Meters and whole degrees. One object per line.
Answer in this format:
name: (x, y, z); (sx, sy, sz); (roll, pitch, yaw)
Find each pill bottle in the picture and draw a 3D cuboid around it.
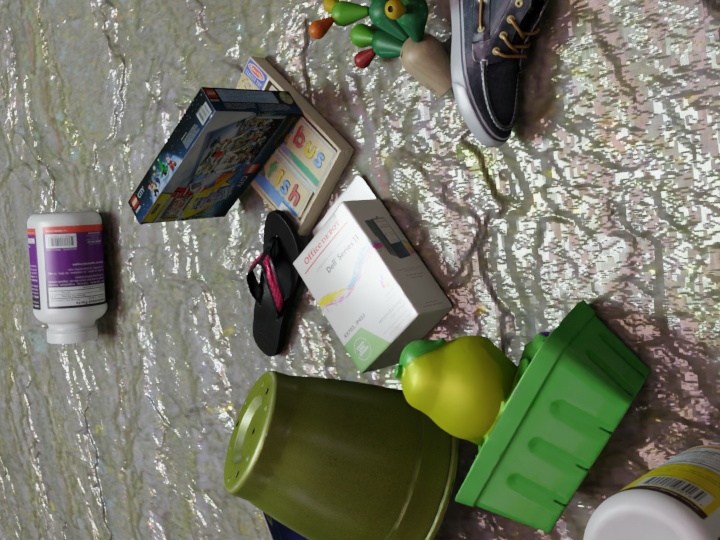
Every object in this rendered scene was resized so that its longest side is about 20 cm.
pill bottle: (-0.455, 0.009, 1.412); (0.112, 0.112, 0.201); (3, 97, 42)
pill bottle: (0.268, 0.205, 0.721); (0.109, 0.200, 0.110); (6, 99, 41)

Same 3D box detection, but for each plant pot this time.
plant pot: (-0.032, 0.196, 0.942); (0.201, 0.192, 0.201); (-57, 20, 34)

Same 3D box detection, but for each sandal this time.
sandal: (-0.114, 0.022, 1.134); (0.075, 0.045, 0.201); (34, 123, 40)

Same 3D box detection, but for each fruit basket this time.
fruit basket: (0.138, 0.120, 0.857); (0.215, 0.155, 0.217); (8, 107, 27)

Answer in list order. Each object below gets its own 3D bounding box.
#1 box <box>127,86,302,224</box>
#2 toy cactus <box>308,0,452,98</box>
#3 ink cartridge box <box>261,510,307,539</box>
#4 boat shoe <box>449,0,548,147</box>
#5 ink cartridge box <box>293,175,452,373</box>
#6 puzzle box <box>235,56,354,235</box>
box: (-0.177, -0.135, 1.090); (0.200, 0.136, 0.038); (-46, 67, 35)
toy cactus: (0.035, -0.247, 0.935); (0.165, 0.102, 0.200); (49, 156, -4)
ink cartridge box: (-0.062, 0.331, 1.061); (0.043, 0.200, 0.197); (-22, 76, -4)
boat shoe: (0.139, -0.225, 0.871); (0.091, 0.071, 0.201); (-10, 87, 46)
ink cartridge box: (0.000, 0.000, 1.028); (0.117, 0.067, 0.200); (-49, 64, 35)
puzzle box: (-0.101, -0.156, 1.129); (0.200, 0.025, 0.133); (47, 123, 28)
